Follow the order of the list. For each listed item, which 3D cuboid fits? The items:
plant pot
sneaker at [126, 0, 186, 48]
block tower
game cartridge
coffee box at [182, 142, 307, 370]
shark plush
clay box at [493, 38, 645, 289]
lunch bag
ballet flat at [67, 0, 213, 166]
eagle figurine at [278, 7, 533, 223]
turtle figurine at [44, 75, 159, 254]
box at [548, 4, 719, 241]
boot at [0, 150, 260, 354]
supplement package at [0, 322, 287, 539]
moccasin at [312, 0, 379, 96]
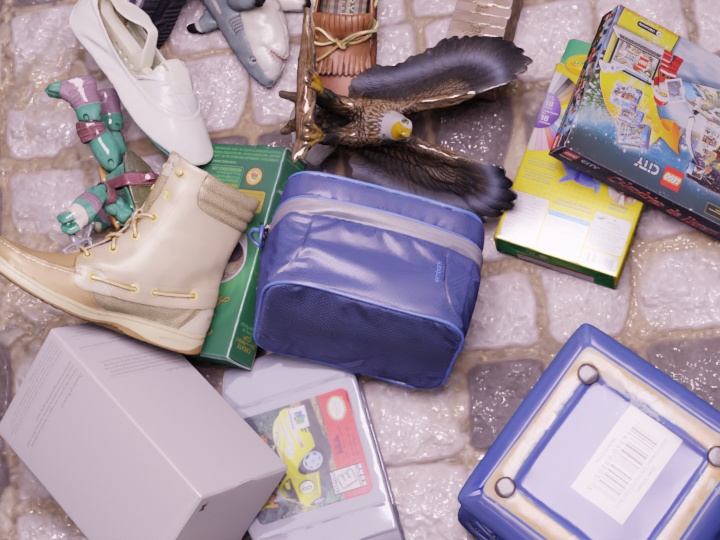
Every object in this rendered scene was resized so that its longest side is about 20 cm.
[{"bbox_3d":[0.200,0.168,1.103,0.200,0.180,0.200,36,84,18],"label":"plant pot"},{"bbox_3d":[-0.190,-0.288,1.315,0.200,0.070,0.082,-42,65,38],"label":"sneaker"},{"bbox_3d":[0.125,-0.263,1.304,0.057,0.054,0.201,12,77,13],"label":"block tower"},{"bbox_3d":[-0.049,0.165,1.226,0.132,0.041,0.201,-20,72,9],"label":"game cartridge"},{"bbox_3d":[-0.130,-0.016,1.272,0.122,0.044,0.201,5,74,30],"label":"coffee box"},{"bbox_3d":[-0.145,-0.259,1.349,0.199,0.091,0.084,31,112,12],"label":"shark plush"},{"bbox_3d":[0.205,-0.097,1.246,0.114,0.048,0.201,19,78,14],"label":"clay box"},{"bbox_3d":[0.000,0.000,1.190,0.199,0.136,0.133,16,59,-4],"label":"lunch bag"},{"bbox_3d":[-0.194,-0.183,1.273,0.069,0.069,0.200,-38,75,-2],"label":"ballet flat"},{"bbox_3d":[0.036,-0.127,1.216,0.199,0.152,0.151,4,45,-19],"label":"eagle figurine"},{"bbox_3d":[-0.227,-0.069,1.269,0.100,0.150,0.201,-13,82,-8],"label":"turtle figurine"},{"bbox_3d":[0.275,-0.120,1.201,0.199,0.038,0.137,25,79,-10],"label":"box"},{"bbox_3d":[-0.194,-0.031,1.165,0.199,0.073,0.156,23,95,-23],"label":"boot"},{"bbox_3d":[-0.185,0.151,1.183,0.200,0.121,0.120,44,115,22],"label":"supplement package"},{"bbox_3d":[-0.014,-0.224,1.305,0.073,0.078,0.203,10,78,10],"label":"moccasin"}]
